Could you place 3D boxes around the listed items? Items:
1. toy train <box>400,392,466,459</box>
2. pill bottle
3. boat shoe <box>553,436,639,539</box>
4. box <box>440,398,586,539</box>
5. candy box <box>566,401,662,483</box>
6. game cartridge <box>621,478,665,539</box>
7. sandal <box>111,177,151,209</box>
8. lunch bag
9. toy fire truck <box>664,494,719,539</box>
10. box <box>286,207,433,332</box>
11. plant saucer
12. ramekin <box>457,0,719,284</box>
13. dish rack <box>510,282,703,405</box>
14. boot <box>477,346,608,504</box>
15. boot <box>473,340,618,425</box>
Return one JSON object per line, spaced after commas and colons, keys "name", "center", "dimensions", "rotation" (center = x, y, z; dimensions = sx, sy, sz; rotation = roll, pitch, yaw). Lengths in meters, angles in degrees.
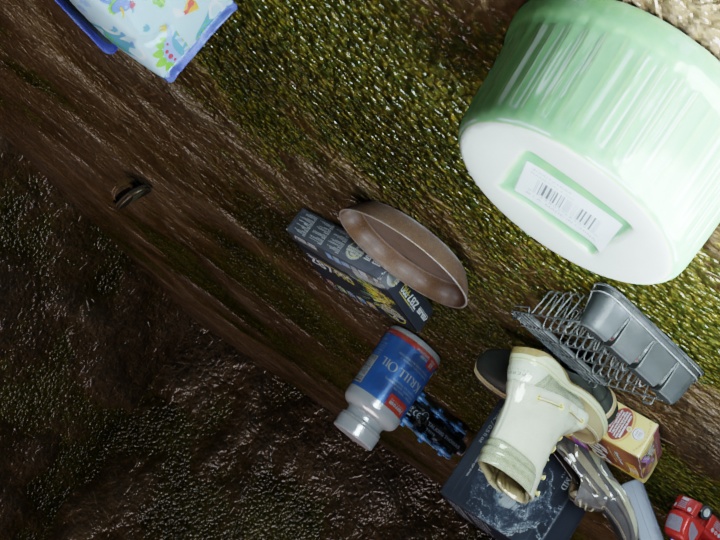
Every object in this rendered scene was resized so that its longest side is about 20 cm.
{"name": "toy train", "center": [0.143, 0.327, 2.328], "dimensions": [0.199, 0.087, 0.114], "rotation": [38, 174, -8]}
{"name": "pill bottle", "center": [0.043, 0.206, 1.877], "dimensions": [0.111, 0.202, 0.112], "rotation": [33, 168, 8]}
{"name": "boat shoe", "center": [0.342, 0.323, 1.611], "dimensions": [0.202, 0.072, 0.075], "rotation": [62, 172, 11]}
{"name": "box", "center": [0.271, 0.350, 1.780], "dimensions": [0.198, 0.198, 0.118], "rotation": [27, 164, 34]}
{"name": "candy box", "center": [0.307, 0.199, 1.461], "dimensions": [0.198, 0.057, 0.117], "rotation": [28, 165, 29]}
{"name": "game cartridge", "center": [0.448, 0.401, 1.683], "dimensions": [0.200, 0.040, 0.135], "rotation": [53, -164, -57]}
{"name": "sandal", "center": [-0.506, -0.175, 2.345], "dimensions": [0.055, 0.081, 0.200], "rotation": [62, 169, -13]}
{"name": "lunch bag", "center": [-0.242, -0.296, 1.033], "dimensions": [0.200, 0.128, 0.170], "rotation": [43, 178, 43]}
{"name": "toy fire truck", "center": [0.506, 0.441, 1.593], "dimensions": [0.199, 0.142, 0.049], "rotation": [41, 166, -22]}
{"name": "box", "center": [0.000, 0.000, 1.597], "dimensions": [0.198, 0.049, 0.162], "rotation": [28, 162, 36]}
{"name": "plant saucer", "center": [0.061, -0.026, 1.369], "dimensions": [0.199, 0.035, 0.201], "rotation": [35, 167, 9]}
{"name": "ramekin", "center": [0.161, -0.080, 0.731], "dimensions": [0.198, 0.098, 0.200], "rotation": [34, 167, 9]}
{"name": "dish rack", "center": [0.255, 0.077, 1.168], "dimensions": [0.153, 0.055, 0.200], "rotation": [42, 169, -16]}
{"name": "boot", "center": [0.213, 0.200, 1.266], "dimensions": [0.071, 0.157, 0.200], "rotation": [2, 151, 42]}
{"name": "boot", "center": [0.226, 0.117, 1.371], "dimensions": [0.197, 0.078, 0.139], "rotation": [14, 153, 29]}
